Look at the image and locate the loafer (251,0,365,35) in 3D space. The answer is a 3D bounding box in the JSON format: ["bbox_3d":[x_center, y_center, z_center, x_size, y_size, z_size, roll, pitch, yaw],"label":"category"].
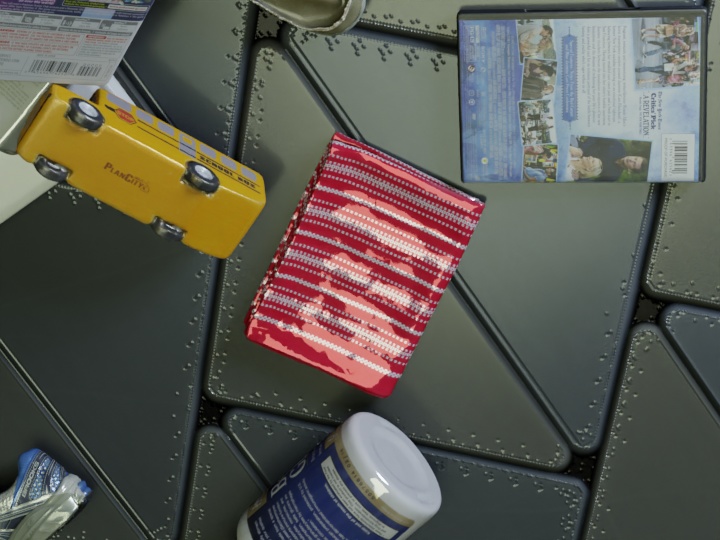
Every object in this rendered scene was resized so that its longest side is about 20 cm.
[{"bbox_3d":[-0.088,-0.248,1.460,0.200,0.070,0.075,31,110,-3],"label":"loafer"}]

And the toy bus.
[{"bbox_3d":[-0.176,-0.085,1.495,0.200,0.078,0.065,28,115,-21],"label":"toy bus"}]

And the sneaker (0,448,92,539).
[{"bbox_3d":[-0.335,0.235,1.671,0.200,0.077,0.085,-42,89,11],"label":"sneaker"}]

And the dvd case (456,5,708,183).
[{"bbox_3d":[0.178,-0.140,1.487,0.199,0.018,0.143,0,109,9],"label":"dvd case"}]

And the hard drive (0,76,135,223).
[{"bbox_3d":[-0.300,-0.123,1.557,0.200,0.026,0.132,-33,101,17],"label":"hard drive"}]

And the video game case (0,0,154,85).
[{"bbox_3d":[-0.245,-0.206,1.357,0.200,0.023,0.182,0,144,-34],"label":"video game case"}]

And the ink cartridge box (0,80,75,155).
[{"bbox_3d":[-0.278,-0.221,1.497,0.162,0.050,0.200,43,94,12],"label":"ink cartridge box"}]

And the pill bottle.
[{"bbox_3d":[-0.036,0.224,1.594,0.111,0.111,0.200,44,109,-8],"label":"pill bottle"}]

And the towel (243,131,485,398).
[{"bbox_3d":[0.000,0.000,1.560,0.144,0.022,0.200,25,110,-2],"label":"towel"}]
